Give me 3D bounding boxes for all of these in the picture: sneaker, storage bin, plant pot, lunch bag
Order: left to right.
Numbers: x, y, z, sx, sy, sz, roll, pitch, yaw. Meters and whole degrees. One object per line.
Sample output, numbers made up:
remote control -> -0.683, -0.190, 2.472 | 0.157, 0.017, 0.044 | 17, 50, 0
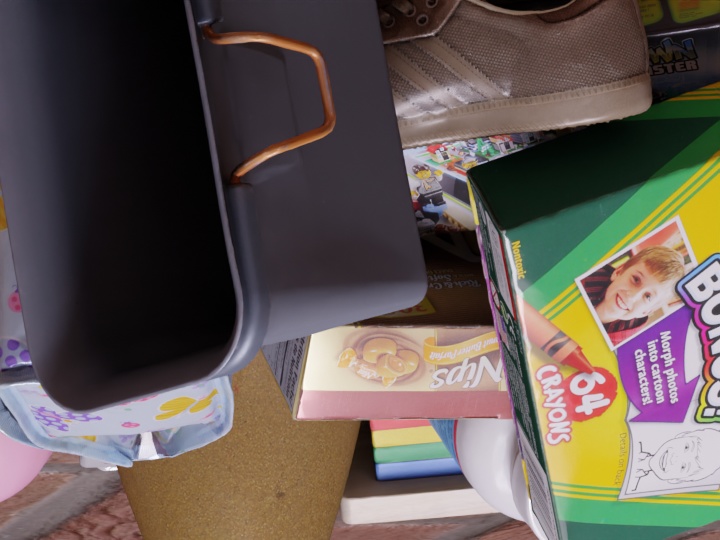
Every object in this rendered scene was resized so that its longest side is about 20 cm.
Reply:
lunch bag -> -0.119, -0.005, 1.327 | 0.126, 0.171, 0.200 | -5, 167, 0
plant pot -> -0.073, 0.066, 1.573 | 0.185, 0.201, 0.186 | -2, 167, 0
storage bin -> -0.049, -0.056, 1.122 | 0.145, 0.201, 0.134 | -16, 172, 43
sneaker -> 0.025, -0.091, 1.221 | 0.199, 0.076, 0.070 | -7, -177, 11

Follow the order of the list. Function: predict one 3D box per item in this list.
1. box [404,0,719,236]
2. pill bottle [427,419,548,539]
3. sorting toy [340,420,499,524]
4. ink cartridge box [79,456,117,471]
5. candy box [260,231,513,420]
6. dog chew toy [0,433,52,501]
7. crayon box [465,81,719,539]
box -> 0.080, -0.071, 1.286 | 0.199, 0.035, 0.110 | -7, 136, 14
pill bottle -> 0.086, 0.058, 1.427 | 0.108, 0.109, 0.200 | 2, -153, -21
sorting toy -> 0.082, 0.056, 1.662 | 0.199, 0.070, 0.199 | -5, -150, 1
ink cartridge box -> -0.110, 0.070, 1.825 | 0.144, 0.085, 0.200 | -1, 165, -7
candy box -> 0.000, 0.000, 1.375 | 0.115, 0.056, 0.200 | 0, -152, -19
dog chew toy -> -0.208, 0.054, 1.608 | 0.124, 0.125, 0.200 | -9, -163, 24
crayon box -> 0.149, 0.021, 1.264 | 0.172, 0.058, 0.201 | -18, 127, -7
